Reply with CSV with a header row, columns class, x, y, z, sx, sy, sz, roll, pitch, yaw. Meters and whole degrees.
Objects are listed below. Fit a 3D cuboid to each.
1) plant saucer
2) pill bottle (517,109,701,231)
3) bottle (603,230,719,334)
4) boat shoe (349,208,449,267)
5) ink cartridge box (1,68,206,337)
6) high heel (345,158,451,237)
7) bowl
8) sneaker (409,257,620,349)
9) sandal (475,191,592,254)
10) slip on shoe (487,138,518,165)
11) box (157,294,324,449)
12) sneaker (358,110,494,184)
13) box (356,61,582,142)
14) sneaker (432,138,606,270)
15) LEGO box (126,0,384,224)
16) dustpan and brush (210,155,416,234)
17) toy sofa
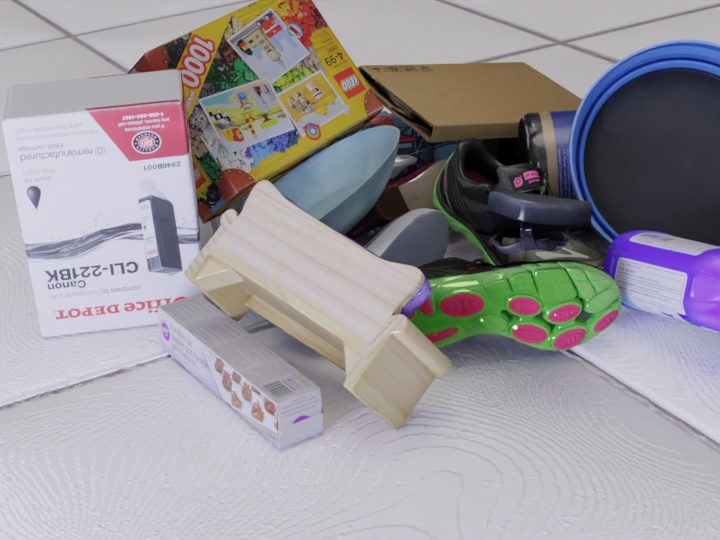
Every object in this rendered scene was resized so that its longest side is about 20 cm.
class,x,y,z,sx,sy,sz,roll,pitch,yaw
plant saucer,-0.041,-0.051,1.245,0.201,0.039,0.201,-31,17,11
pill bottle,0.248,-0.094,1.320,0.199,0.112,0.112,-4,25,1
bottle,0.272,0.014,1.094,0.083,0.065,0.200,8,6,-31
boat shoe,0.000,0.000,1.218,0.066,0.070,0.200,15,39,33
ink cartridge box,-0.208,-0.054,1.202,0.144,0.200,0.084,-7,29,-5
high heel,0.042,-0.055,1.346,0.096,0.068,0.200,-30,-15,40
bowl,0.277,-0.096,1.242,0.200,0.201,0.039,-3,-8,2
sneaker,0.103,0.016,1.130,0.199,0.077,0.084,-1,28,3
sandal,0.129,-0.030,1.090,0.076,0.043,0.200,6,-3,1
slip on shoe,0.144,-0.138,1.485,0.200,0.074,0.061,19,36,32
box,-0.094,0.073,1.099,0.041,0.039,0.200,-17,28,-29
sneaker,0.041,-0.106,1.444,0.200,0.079,0.096,7,38,40
box,0.118,-0.168,1.424,0.200,0.021,0.163,-5,29,-27
sneaker,0.137,-0.045,1.238,0.077,0.084,0.200,-23,48,-37
LEGO box,-0.101,-0.158,1.338,0.200,0.149,0.077,-34,0,-38
dustpan and brush,-0.042,-0.070,1.371,0.199,0.057,0.140,-9,26,-10
toy sofa,-0.026,0.022,1.068,0.200,0.083,0.098,30,80,37
